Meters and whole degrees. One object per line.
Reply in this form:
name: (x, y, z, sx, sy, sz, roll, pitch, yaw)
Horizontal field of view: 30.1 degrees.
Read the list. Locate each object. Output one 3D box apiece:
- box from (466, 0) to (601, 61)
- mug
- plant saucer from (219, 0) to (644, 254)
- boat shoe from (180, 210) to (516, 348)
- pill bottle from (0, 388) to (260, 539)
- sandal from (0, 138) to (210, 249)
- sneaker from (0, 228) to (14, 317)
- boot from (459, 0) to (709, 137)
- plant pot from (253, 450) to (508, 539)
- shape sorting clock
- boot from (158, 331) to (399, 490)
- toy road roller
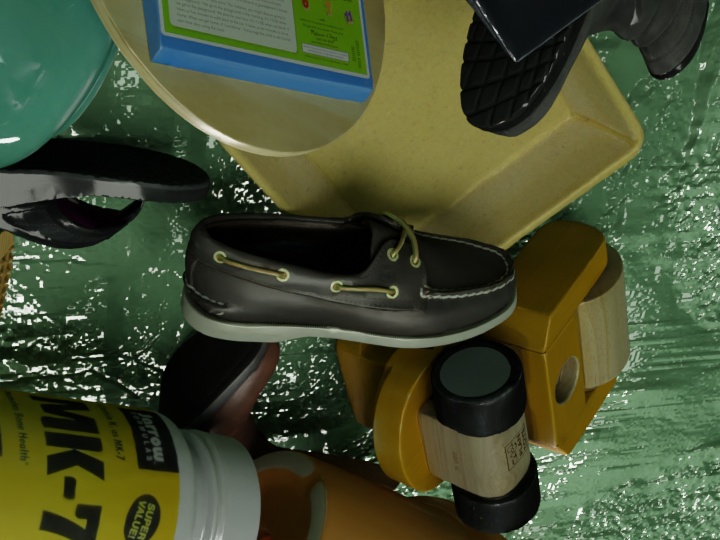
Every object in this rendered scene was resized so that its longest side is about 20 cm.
box: (0.072, -0.217, 0.603, 0.148, 0.201, 0.107, -36, 129, 8)
mug: (-0.187, -0.117, 0.625, 0.114, 0.153, 0.184, 25, 141, -34)
plant saucer: (0.041, -0.090, 0.784, 0.199, 0.049, 0.200, -36, 128, 8)
boat shoe: (0.000, 0.000, 0.759, 0.199, 0.072, 0.061, -2, 130, -15)
pill bottle: (-0.163, 0.129, 0.745, 0.199, 0.115, 0.115, 13, 120, -37)
sandal: (-0.181, -0.041, 0.720, 0.198, 0.075, 0.048, -1, 114, -19)
sneaker: (-0.261, 0.041, 0.768, 0.089, 0.075, 0.201, 21, 122, -6)
boot: (0.135, -0.136, 0.711, 0.131, 0.069, 0.201, 36, 74, -40)
plant pot: (-0.012, 0.213, 0.854, 0.200, 0.201, 0.183, -39, 124, 11)
shape sorting clock: (-0.059, -0.150, 0.628, 0.039, 0.202, 0.200, -13, 142, 41)
boot: (-0.050, 0.126, 0.899, 0.199, 0.069, 0.189, 22, 115, -32)
toy road roller: (0.075, 0.056, 0.879, 0.200, 0.145, 0.124, -45, 139, -34)
